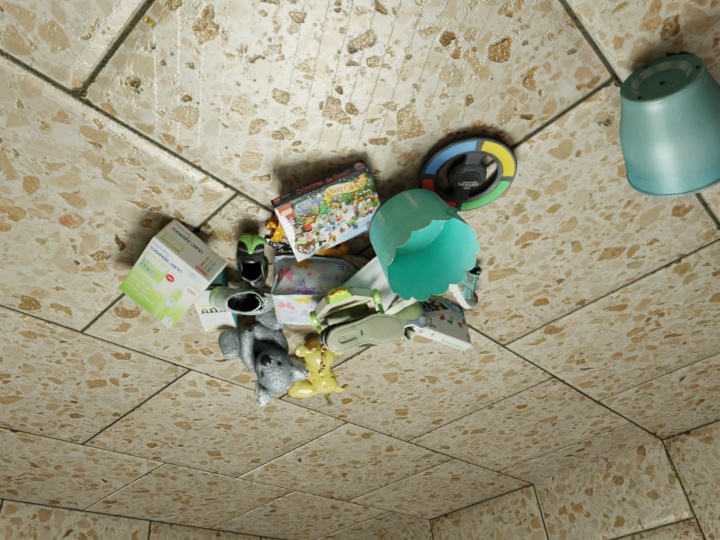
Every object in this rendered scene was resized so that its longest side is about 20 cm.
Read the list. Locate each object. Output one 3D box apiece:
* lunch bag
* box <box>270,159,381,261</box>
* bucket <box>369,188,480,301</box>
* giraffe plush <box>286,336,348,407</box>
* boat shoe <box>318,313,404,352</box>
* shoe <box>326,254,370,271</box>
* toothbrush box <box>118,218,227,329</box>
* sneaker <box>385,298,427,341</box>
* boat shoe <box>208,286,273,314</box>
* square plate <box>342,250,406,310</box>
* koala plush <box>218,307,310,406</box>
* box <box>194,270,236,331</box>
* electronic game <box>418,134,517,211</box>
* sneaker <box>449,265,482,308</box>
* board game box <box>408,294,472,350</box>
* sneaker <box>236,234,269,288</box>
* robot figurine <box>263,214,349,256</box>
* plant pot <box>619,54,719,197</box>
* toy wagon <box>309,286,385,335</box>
[{"bbox_3d":[-0.099,0.054,1.350,0.200,0.127,0.170,2,153,-3],"label":"lunch bag"},{"bbox_3d":[-0.061,-0.117,1.164,0.200,0.038,0.137,-25,129,-5],"label":"box"},{"bbox_3d":[0.123,-0.055,1.176,0.207,0.135,0.207,-13,134,-14],"label":"bucket"},{"bbox_3d":[-0.125,0.258,1.623,0.172,0.200,0.162,-20,126,-36],"label":"giraffe plush"},{"bbox_3d":[0.005,0.132,1.272,0.200,0.072,0.068,-7,-178,-30],"label":"boat shoe"},{"bbox_3d":[0.000,0.000,1.391,0.200,0.053,0.070,31,148,-34],"label":"shoe"},{"bbox_3d":[-0.406,0.011,1.261,0.146,0.086,0.200,42,125,-10],"label":"toothbrush box"},{"bbox_3d":[0.089,0.137,1.413,0.067,0.090,0.200,-18,165,-40],"label":"sneaker"},{"bbox_3d":[-0.261,0.077,1.372,0.071,0.070,0.201,18,-174,35],"label":"boat shoe"},{"bbox_3d":[0.062,0.026,1.338,0.198,0.028,0.200,-40,149,-10],"label":"square plate"},{"bbox_3d":[-0.230,0.229,1.487,0.177,0.200,0.184,-33,150,-10],"label":"koala plush"},{"bbox_3d":[-0.358,0.073,1.421,0.082,0.049,0.200,-5,142,-4],"label":"box"},{"bbox_3d":[0.216,-0.192,1.181,0.200,0.042,0.200,-5,142,-4],"label":"electronic game"},{"bbox_3d":[0.264,0.025,1.444,0.091,0.078,0.200,-26,140,17],"label":"sneaker"},{"bbox_3d":[0.199,0.124,1.513,0.200,0.126,0.035,22,133,-32],"label":"board game box"},{"bbox_3d":[-0.246,-0.005,1.298,0.077,0.084,0.200,4,153,-1],"label":"sneaker"},{"bbox_3d":[-0.107,-0.088,1.248,0.200,0.058,0.145,12,138,-24],"label":"robot figurine"},{"bbox_3d":[0.552,-0.265,1.035,0.200,0.200,0.188,-24,124,21],"label":"plant pot"},{"bbox_3d":[-0.031,0.081,1.258,0.155,0.040,0.200,-20,147,-1],"label":"toy wagon"}]
